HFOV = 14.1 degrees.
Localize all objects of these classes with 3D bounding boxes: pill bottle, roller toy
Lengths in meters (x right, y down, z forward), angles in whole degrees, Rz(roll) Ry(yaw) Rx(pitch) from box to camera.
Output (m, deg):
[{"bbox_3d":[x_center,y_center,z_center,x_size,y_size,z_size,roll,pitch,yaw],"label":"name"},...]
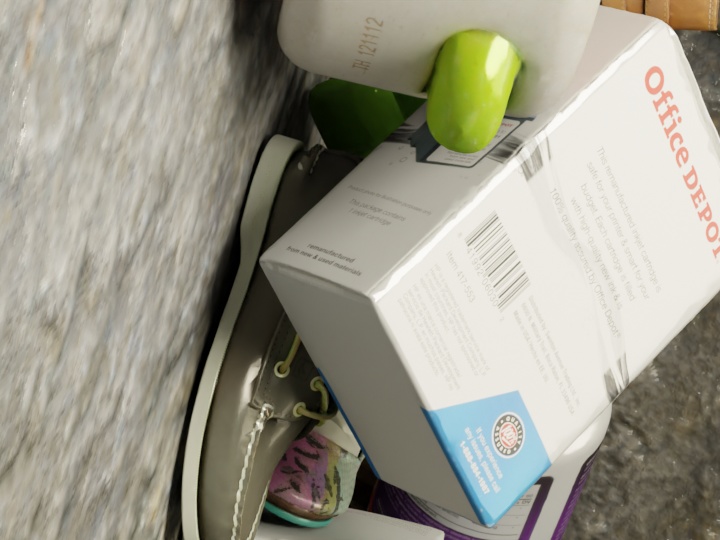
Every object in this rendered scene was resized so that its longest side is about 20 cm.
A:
[{"bbox_3d":[0.075,0.091,1.602,0.200,0.111,0.112,107,1,-45],"label":"pill bottle"},{"bbox_3d":[0.035,-0.166,1.235,0.200,0.139,0.183,-85,-173,-64],"label":"roller toy"}]

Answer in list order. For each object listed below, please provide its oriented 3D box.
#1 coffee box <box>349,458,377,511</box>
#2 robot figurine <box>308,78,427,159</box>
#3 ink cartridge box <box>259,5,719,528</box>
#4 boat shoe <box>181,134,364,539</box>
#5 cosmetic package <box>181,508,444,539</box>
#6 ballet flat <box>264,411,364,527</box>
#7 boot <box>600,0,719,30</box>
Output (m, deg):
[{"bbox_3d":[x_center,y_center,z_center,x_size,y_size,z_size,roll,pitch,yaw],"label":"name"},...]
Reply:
[{"bbox_3d":[0.024,0.126,1.757,0.080,0.113,0.200,97,8,-45],"label":"coffee box"},{"bbox_3d":[0.051,-0.016,1.449,0.200,0.175,0.116,64,-23,-9],"label":"robot figurine"},{"bbox_3d":[0.072,-0.007,1.323,0.200,0.086,0.147,-44,128,-24],"label":"ink cartridge box"},{"bbox_3d":[-0.036,0.038,1.341,0.072,0.060,0.202,70,33,-75],"label":"boat shoe"},{"bbox_3d":[-0.025,0.163,1.445,0.200,0.113,0.081,-4,106,-81],"label":"cosmetic package"},{"bbox_3d":[-0.022,0.082,1.469,0.071,0.069,0.200,-56,177,2],"label":"ballet flat"},{"bbox_3d":[0.117,-0.143,1.578,0.077,0.155,0.201,66,37,-79],"label":"boot"}]
